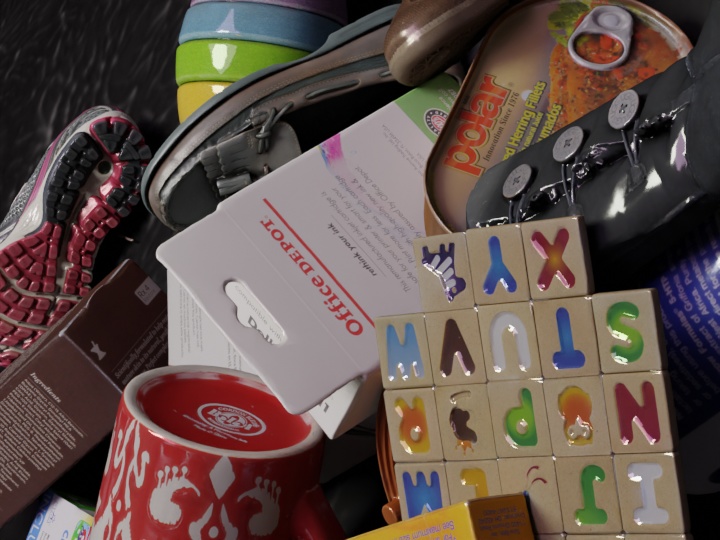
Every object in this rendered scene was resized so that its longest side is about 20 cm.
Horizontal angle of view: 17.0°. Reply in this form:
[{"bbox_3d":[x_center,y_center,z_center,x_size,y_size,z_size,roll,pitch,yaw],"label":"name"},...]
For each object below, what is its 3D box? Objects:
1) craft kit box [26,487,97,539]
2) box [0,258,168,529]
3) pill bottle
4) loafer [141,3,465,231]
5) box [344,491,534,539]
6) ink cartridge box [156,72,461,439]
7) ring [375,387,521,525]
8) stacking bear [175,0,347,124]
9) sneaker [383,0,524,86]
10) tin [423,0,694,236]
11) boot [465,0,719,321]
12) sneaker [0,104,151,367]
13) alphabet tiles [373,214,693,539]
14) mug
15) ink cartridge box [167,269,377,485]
[{"bbox_3d":[-0.169,0.253,1.463,0.197,0.048,0.201,20,89,58],"label":"craft kit box"},{"bbox_3d":[-0.201,0.089,1.536,0.200,0.075,0.100,-41,7,36],"label":"box"},{"bbox_3d":[0.157,0.029,1.071,0.200,0.119,0.120,-40,43,34],"label":"pill bottle"},{"bbox_3d":[-0.032,-0.081,1.375,0.200,0.072,0.063,-34,48,-7],"label":"loafer"},{"bbox_3d":[0.041,0.207,1.040,0.119,0.041,0.201,-25,72,46],"label":"box"},{"bbox_3d":[0.000,0.000,1.192,0.117,0.200,0.067,49,148,15],"label":"ink cartridge box"},{"bbox_3d":[0.067,0.132,1.113,0.200,0.019,0.201,41,146,36],"label":"ring"},{"bbox_3d":[-0.067,-0.101,1.463,0.113,0.121,0.201,4,84,35],"label":"stacking bear"},{"bbox_3d":[0.052,-0.163,1.268,0.070,0.076,0.200,-46,-2,40],"label":"sneaker"},{"bbox_3d":[0.098,-0.062,1.182,0.042,0.112,0.200,98,-166,-49],"label":"tin"},{"bbox_3d":[0.130,-0.072,1.039,0.200,0.066,0.165,-40,23,47],"label":"boot"},{"bbox_3d":[-0.209,-0.021,1.644,0.200,0.080,0.075,-54,22,7],"label":"sneaker"},{"bbox_3d":[0.072,0.080,1.030,0.166,0.006,0.201,-7,92,47],"label":"alphabet tiles"},{"bbox_3d":[-0.067,0.165,1.270,0.134,0.177,0.201,-100,19,-69],"label":"mug"},{"bbox_3d":[-0.017,0.028,1.341,0.200,0.083,0.147,-32,49,40],"label":"ink cartridge box"}]
